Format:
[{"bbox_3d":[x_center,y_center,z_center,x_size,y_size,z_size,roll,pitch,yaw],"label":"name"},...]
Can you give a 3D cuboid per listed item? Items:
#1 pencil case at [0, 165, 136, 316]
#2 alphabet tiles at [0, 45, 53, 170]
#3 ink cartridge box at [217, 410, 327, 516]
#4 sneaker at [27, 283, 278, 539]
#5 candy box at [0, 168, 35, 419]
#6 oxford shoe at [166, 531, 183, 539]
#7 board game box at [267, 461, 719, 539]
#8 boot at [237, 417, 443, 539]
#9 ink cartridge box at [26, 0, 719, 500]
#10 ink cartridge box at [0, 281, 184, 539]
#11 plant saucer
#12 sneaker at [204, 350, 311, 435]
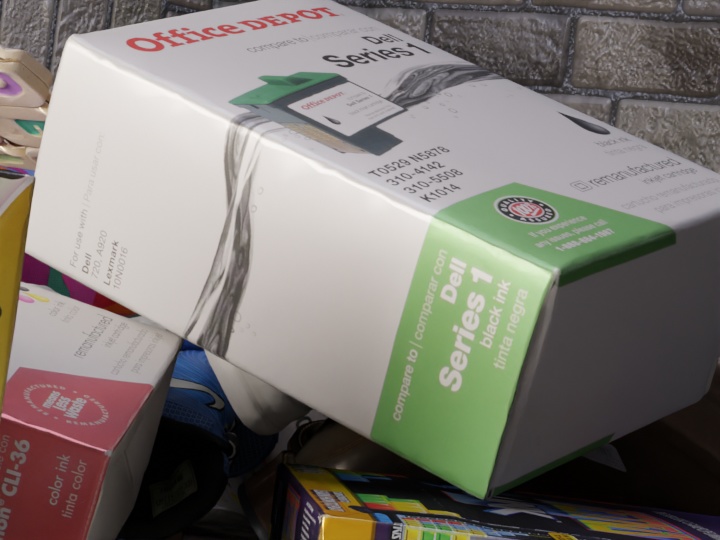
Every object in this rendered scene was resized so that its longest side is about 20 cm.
[{"bbox_3d":[-0.112,0.005,1.068,0.088,0.088,0.200,7,-1,31],"label":"pencil case"},{"bbox_3d":[-0.135,-0.048,1.168,0.196,0.015,0.200,5,-22,31],"label":"alphabet tiles"},{"bbox_3d":[-0.036,0.055,1.253,0.068,0.115,0.200,-31,12,-17],"label":"ink cartridge box"},{"bbox_3d":[-0.083,0.066,1.009,0.089,0.079,0.200,50,16,21],"label":"sneaker"},{"bbox_3d":[-0.196,0.026,0.723,0.200,0.136,0.061,7,2,-26],"label":"candy box"},{"bbox_3d":[-0.108,0.076,1.196,0.071,0.071,0.200,4,1,-3],"label":"oxford shoe"},{"bbox_3d":[0.058,0.101,0.847,0.165,0.057,0.200,6,0,-6],"label":"board game box"},{"bbox_3d":[0.023,0.069,1.073,0.075,0.097,0.200,51,11,2],"label":"boot"},{"bbox_3d":[0.009,-0.016,0.916,0.200,0.084,0.146,27,25,27],"label":"ink cartridge box"},{"bbox_3d":[-0.167,0.034,0.856,0.200,0.068,0.116,18,18,2],"label":"ink cartridge box"},{"bbox_3d":[0.112,0.079,1.081,0.200,0.029,0.200,31,-22,14],"label":"plant saucer"},{"bbox_3d":[0.000,0.000,1.068,0.088,0.075,0.200,-26,17,14],"label":"sneaker"}]
